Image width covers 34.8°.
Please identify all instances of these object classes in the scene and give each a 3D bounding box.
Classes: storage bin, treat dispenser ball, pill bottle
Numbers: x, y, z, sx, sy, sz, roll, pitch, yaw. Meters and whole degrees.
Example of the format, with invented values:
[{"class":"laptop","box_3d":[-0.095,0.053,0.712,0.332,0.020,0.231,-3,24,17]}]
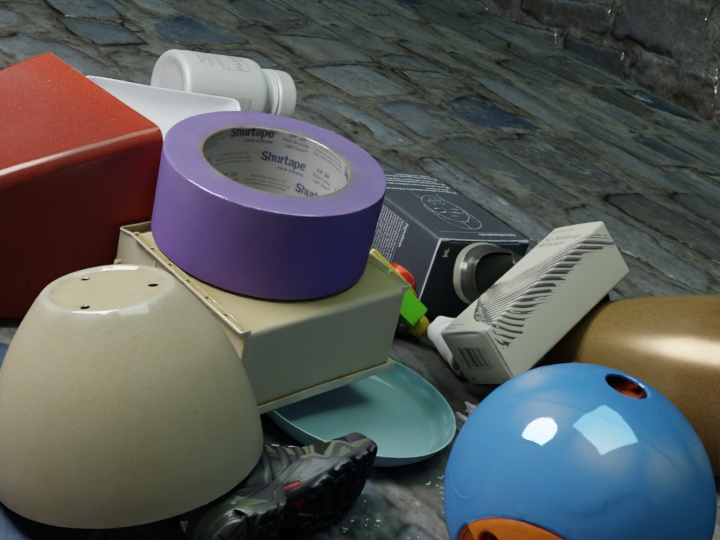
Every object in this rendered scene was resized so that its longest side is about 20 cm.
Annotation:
[{"class":"storage bin","box_3d":[-0.094,0.024,1.052,0.200,0.094,0.198,-15,40,-41]},{"class":"treat dispenser ball","box_3d":[0.162,0.170,0.860,0.201,0.201,0.201,16,22,-7]},{"class":"pill bottle","box_3d":[-0.201,-0.262,1.712,0.200,0.114,0.114,-1,29,-39]}]

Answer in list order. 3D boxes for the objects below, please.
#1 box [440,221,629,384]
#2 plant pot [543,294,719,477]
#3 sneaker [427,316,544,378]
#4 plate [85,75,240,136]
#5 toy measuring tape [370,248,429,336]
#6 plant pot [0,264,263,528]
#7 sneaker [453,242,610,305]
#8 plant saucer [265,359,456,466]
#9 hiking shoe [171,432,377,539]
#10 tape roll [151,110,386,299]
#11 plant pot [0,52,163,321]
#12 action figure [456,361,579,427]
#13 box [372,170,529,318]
[{"class":"box","box_3d":[0.182,0.033,1.188,0.200,0.068,0.082,-40,17,-30]},{"class":"plant pot","box_3d":[0.302,0.100,1.200,0.200,0.187,0.186,12,16,29]},{"class":"sneaker","box_3d":[0.163,0.070,1.277,0.200,0.071,0.080,2,25,-35]},{"class":"plate","box_3d":[-0.228,-0.120,1.342,0.199,0.032,0.200,5,67,-31]},{"class":"toy measuring tape","box_3d":[0.000,0.000,1.263,0.200,0.074,0.074,45,21,-6]},{"class":"plant pot","box_3d":[-0.174,0.073,0.830,0.200,0.135,0.200,-2,20,1]},{"class":"sneaker","box_3d":[0.197,0.013,1.299,0.106,0.075,0.200,6,-4,42]},{"class":"plant saucer","box_3d":[-0.010,0.124,1.065,0.200,0.027,0.200,15,22,-7]},{"class":"hiking shoe","box_3d":[-0.068,0.153,0.882,0.101,0.076,0.200,35,27,27]},{"class":"tape roll","box_3d":[-0.082,-0.063,1.026,0.200,0.085,0.200,12,30,-7]},{"class":"plant pot","box_3d":[-0.319,-0.065,1.068,0.176,0.200,0.200,-20,42,-40]},{"class":"action figure","box_3d":[0.172,0.155,1.091,0.130,0.069,0.200,39,32,27]},{"class":"box","box_3d":[0.077,-0.035,1.405,0.148,0.107,0.200,1,27,-38]}]
